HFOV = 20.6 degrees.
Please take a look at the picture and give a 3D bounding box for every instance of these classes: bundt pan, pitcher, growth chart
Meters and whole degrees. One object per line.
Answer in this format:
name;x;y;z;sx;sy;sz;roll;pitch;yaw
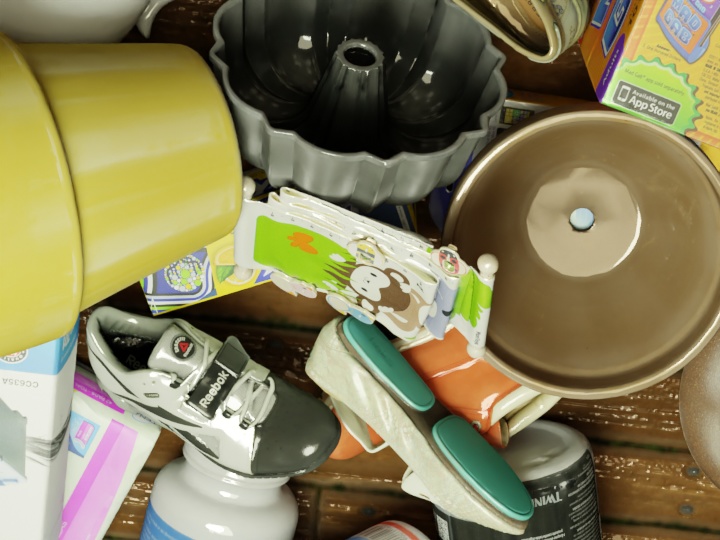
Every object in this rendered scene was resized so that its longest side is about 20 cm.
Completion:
bundt pan;-0.005;-0.115;1.318;0.200;0.203;0.076;11;135;-2
pitcher;-0.158;-0.215;1.330;0.171;0.121;0.200;38;94;-22
growth chart;0.000;0.000;1.300;0.198;0.018;0.145;19;151;16

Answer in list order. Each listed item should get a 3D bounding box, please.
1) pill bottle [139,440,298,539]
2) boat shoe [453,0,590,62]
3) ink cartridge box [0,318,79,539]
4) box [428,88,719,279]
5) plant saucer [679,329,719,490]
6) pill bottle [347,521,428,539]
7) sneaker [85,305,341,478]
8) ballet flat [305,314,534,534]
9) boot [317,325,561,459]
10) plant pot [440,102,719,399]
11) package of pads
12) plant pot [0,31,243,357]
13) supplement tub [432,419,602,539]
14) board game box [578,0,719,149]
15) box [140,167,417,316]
pill bottle;-0.108;0.205;1.459;0.111;0.112;0.202;14;108;-2
boat shoe;0.070;-0.221;1.324;0.200;0.063;0.073;41;121;2
ink cartridge box;-0.277;0.100;1.374;0.145;0.086;0.202;7;107;-1
box;0.150;-0.060;1.402;0.198;0.042;0.120;9;108;2
plant saucer;0.334;0.098;1.448;0.198;0.037;0.202;1;108;3
pill bottle;-0.034;0.263;1.387;0.199;0.112;0.113;-22;110;-30
sneaker;-0.109;0.081;1.369;0.199;0.089;0.074;19;65;20
ballet flat;0.038;0.116;1.367;0.200;0.067;0.062;48;118;17
boot;0.053;0.095;1.415;0.199;0.075;0.108;-34;67;13
plant pot;0.154;-0.022;1.346;0.199;0.093;0.203;1;108;3
package of pads;-0.255;0.154;1.471;0.154;0.068;0.201;28;107;-7
plant pot;-0.184;-0.061;1.256;0.187;0.200;0.203;-15;110;-24
supplement tub;0.119;0.221;1.451;0.121;0.123;0.202;-6;108;4
board game box;0.273;-0.185;1.271;0.198;0.200;0.201;21;108;-4
box;-0.062;-0.035;1.401;0.198;0.070;0.065;-17;111;8
